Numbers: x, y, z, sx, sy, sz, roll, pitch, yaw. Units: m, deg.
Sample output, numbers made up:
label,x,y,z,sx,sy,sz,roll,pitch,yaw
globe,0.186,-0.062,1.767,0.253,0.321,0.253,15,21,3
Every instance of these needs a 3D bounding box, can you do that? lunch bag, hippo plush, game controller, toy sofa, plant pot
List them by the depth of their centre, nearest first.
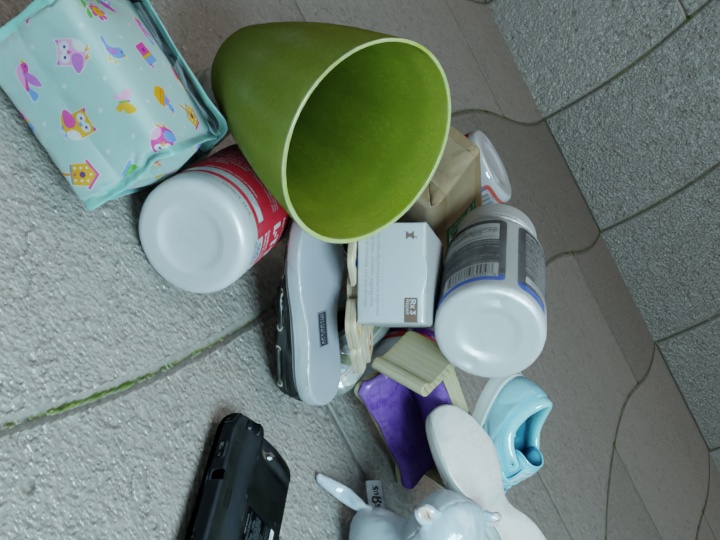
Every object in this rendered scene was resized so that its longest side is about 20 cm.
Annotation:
label,x,y,z,sx,sy,sz,roll,pitch,yaw
game controller,-0.105,0.220,0.760,0.201,0.042,0.105,-80,152,-51
lunch bag,-0.213,-0.162,0.801,0.171,0.122,0.200,57,17,-7
plant pot,-0.051,-0.153,0.827,0.200,0.188,0.187,37,4,40
hippo plush,0.075,0.278,0.863,0.159,0.161,0.201,17,51,-38
toy sofa,0.078,0.175,0.995,0.098,0.083,0.201,-41,130,-23

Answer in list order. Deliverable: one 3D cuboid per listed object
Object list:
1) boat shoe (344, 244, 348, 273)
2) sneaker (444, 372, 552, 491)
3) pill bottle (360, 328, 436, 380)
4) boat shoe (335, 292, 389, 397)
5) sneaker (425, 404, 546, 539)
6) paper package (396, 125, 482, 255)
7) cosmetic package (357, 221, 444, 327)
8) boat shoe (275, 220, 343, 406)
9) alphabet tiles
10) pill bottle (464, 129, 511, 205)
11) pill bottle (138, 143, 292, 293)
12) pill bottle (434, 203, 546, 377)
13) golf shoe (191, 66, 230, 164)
label,x,y,z,sx,sy,sz,roll,pitch,yaw
boat shoe,0.058,0.000,1.068,0.199,0.057,0.069,31,37,6
sneaker,0.151,0.211,0.958,0.074,0.201,0.082,0,21,-38
pill bottle,0.062,0.073,1.125,0.113,0.112,0.201,50,28,-27
boat shoe,-0.018,0.066,1.025,0.065,0.074,0.202,59,32,-20
sneaker,0.111,0.239,0.925,0.075,0.088,0.201,-28,88,-39
paper package,0.056,-0.124,1.115,0.190,0.103,0.200,41,-11,19
cosmetic package,0.046,0.010,0.933,0.200,0.074,0.102,28,62,-77
boat shoe,-0.059,0.035,0.888,0.068,0.056,0.201,-7,99,-51
alphabet tiles,0.000,0.000,0.930,0.196,0.014,0.201,79,12,-55
pill bottle,0.106,-0.110,1.274,0.112,0.199,0.113,48,28,-36
pill bottle,-0.126,-0.063,0.884,0.113,0.112,0.200,59,25,-10
pill bottle,0.144,0.013,0.959,0.114,0.113,0.200,54,26,-20
golf shoe,-0.149,-0.189,0.985,0.075,0.091,0.200,51,27,-24
